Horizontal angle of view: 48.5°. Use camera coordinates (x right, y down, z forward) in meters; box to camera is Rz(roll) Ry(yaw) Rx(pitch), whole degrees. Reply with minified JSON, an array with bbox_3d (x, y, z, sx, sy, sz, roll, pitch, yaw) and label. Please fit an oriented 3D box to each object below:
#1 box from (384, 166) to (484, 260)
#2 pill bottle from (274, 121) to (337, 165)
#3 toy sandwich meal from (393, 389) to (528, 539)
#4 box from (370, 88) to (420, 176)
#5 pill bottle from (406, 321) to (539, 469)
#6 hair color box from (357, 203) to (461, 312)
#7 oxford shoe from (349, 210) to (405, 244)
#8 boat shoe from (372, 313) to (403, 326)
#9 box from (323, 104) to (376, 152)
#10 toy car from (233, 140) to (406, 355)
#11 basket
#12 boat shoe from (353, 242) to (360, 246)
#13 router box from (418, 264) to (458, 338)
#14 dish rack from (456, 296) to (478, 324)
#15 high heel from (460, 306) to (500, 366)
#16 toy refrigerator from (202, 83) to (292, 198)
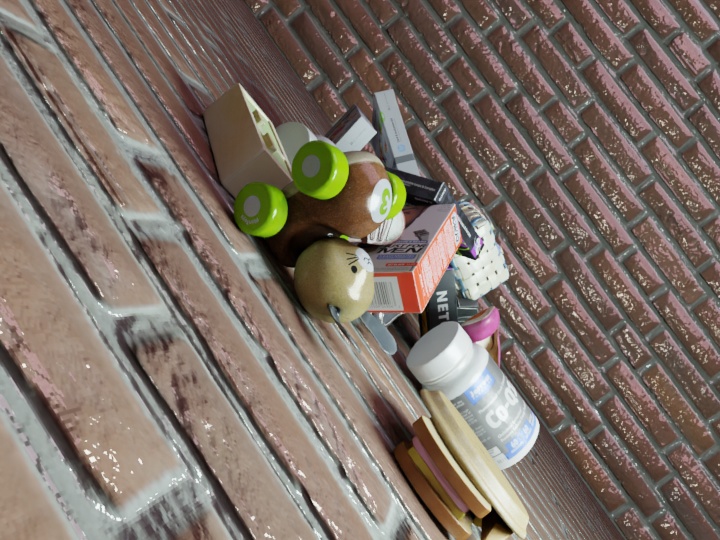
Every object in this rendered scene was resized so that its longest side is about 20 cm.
[{"bbox_3d":[0.099,-0.090,1.247,0.141,0.036,0.200,20,-16,35],"label":"box"},{"bbox_3d":[-0.060,-0.122,1.138,0.113,0.112,0.200,59,8,35],"label":"pill bottle"},{"bbox_3d":[0.104,0.216,0.849,0.206,0.070,0.205,54,3,-4],"label":"toy sandwich meal"},{"bbox_3d":[0.063,-0.200,1.450,0.156,0.040,0.203,94,-16,-67],"label":"box"},{"bbox_3d":[0.159,0.179,1.149,0.201,0.113,0.114,51,8,-15],"label":"pill bottle"},{"bbox_3d":[0.057,-0.020,1.080,0.200,0.109,0.065,-52,135,-55],"label":"hair color box"},{"bbox_3d":[-0.042,-0.067,1.028,0.197,0.072,0.074,10,3,-31],"label":"oxford shoe"},{"bbox_3d":[0.066,0.020,1.160,0.200,0.062,0.074,-52,143,-52],"label":"boat shoe"},{"bbox_3d":[-0.045,-0.215,1.416,0.041,0.156,0.200,41,11,-16],"label":"box"},{"bbox_3d":[-0.015,-0.008,0.841,0.164,0.156,0.203,12,52,-60],"label":"toy car"},{"bbox_3d":[0.178,-0.034,1.467,0.199,0.138,0.178,27,-35,63],"label":"basket"},{"bbox_3d":[0.000,0.000,1.179,0.065,0.071,0.200,16,-7,27],"label":"boat shoe"},{"bbox_3d":[0.127,0.069,1.338,0.149,0.050,0.204,-106,-171,-71],"label":"router box"},{"bbox_3d":[0.186,0.162,1.380,0.154,0.053,0.203,88,-2,-55],"label":"dish rack"},{"bbox_3d":[0.191,0.116,1.206,0.097,0.067,0.200,61,-9,11],"label":"high heel"},{"bbox_3d":[-0.132,-0.148,0.966,0.076,0.070,0.201,48,10,-35],"label":"toy refrigerator"}]
